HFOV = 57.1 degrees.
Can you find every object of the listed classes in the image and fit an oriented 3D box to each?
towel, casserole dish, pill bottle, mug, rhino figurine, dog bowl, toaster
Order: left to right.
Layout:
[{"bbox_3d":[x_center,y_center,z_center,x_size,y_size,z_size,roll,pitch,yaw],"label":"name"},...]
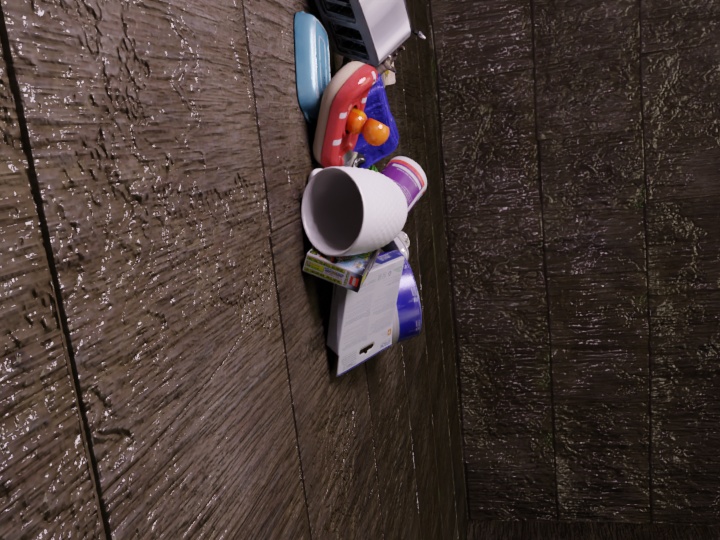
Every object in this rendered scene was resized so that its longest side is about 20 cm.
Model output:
[{"bbox_3d":[-0.086,-0.380,1.229,0.121,0.037,0.208,9,79,-76],"label":"casserole dish"},{"bbox_3d":[-0.014,-0.122,1.194,0.173,0.199,0.150,-8,132,-52],"label":"mug"},{"bbox_3d":[0.003,-0.516,1.288,0.119,0.198,0.182,-47,141,-16],"label":"toaster"},{"bbox_3d":[0.008,-0.300,1.391,0.050,0.146,0.201,51,-6,34],"label":"towel"},{"bbox_3d":[0.018,-0.423,1.380,0.060,0.196,0.089,43,52,-34],"label":"rhino figurine"},{"bbox_3d":[0.066,-0.164,1.549,0.201,0.110,0.114,-52,145,-27],"label":"pill bottle"},{"bbox_3d":[0.068,0.061,1.503,0.200,0.076,0.207,166,-89,-77],"label":"dog bowl"}]

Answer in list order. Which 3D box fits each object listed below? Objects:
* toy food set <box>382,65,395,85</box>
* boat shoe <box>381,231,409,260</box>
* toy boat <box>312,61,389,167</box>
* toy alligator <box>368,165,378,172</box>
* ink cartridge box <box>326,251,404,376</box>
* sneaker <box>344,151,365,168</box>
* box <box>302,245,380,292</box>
[{"bbox_3d":[0.070,-0.601,1.883,0.200,0.058,0.148,-56,140,-68],"label":"toy food set"},{"bbox_3d":[0.086,-0.072,1.612,0.200,0.068,0.073,-137,-144,-64],"label":"boat shoe"},{"bbox_3d":[-0.005,-0.276,1.226,0.131,0.128,0.204,-51,161,-51],"label":"toy boat"},{"bbox_3d":[0.008,-0.239,1.544,0.200,0.052,0.061,44,44,-70],"label":"toy alligator"},{"bbox_3d":[0.008,0.082,1.310,0.197,0.040,0.206,-20,124,-52],"label":"ink cartridge box"},{"bbox_3d":[-0.015,-0.147,1.344,0.074,0.084,0.207,-42,127,-83],"label":"sneaker"},{"bbox_3d":[-0.029,-0.029,1.223,0.201,0.107,0.036,-60,170,-67],"label":"box"}]
